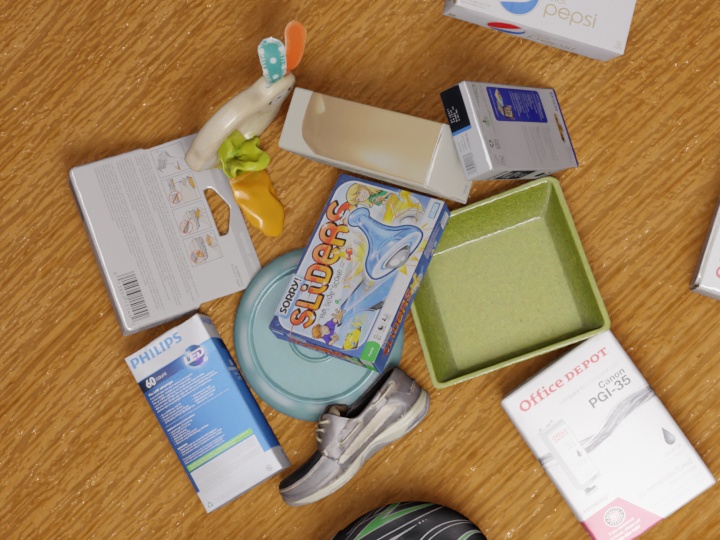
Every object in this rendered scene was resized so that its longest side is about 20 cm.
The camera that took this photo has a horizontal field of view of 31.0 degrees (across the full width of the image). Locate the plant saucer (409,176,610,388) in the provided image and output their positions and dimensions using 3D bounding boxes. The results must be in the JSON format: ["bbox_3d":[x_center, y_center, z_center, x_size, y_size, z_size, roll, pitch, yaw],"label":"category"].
[{"bbox_3d":[0.153,0.019,1.420,0.198,0.048,0.201,-20,61,7],"label":"plant saucer"}]

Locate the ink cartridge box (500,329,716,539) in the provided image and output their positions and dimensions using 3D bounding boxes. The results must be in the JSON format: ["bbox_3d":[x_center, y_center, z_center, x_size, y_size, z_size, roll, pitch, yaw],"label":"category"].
[{"bbox_3d":[0.262,0.181,1.396,0.146,0.083,0.201,-36,81,5],"label":"ink cartridge box"}]

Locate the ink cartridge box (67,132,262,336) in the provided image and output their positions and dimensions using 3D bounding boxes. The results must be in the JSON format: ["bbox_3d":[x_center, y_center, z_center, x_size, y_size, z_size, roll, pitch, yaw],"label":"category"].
[{"bbox_3d":[-0.226,-0.046,1.514,0.175,0.045,0.202,-18,82,-18],"label":"ink cartridge box"}]

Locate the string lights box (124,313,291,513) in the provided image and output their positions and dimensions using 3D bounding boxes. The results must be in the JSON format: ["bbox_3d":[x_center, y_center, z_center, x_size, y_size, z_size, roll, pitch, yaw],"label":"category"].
[{"bbox_3d":[-0.174,0.162,1.481,0.102,0.059,0.201,-30,81,5],"label":"string lights box"}]

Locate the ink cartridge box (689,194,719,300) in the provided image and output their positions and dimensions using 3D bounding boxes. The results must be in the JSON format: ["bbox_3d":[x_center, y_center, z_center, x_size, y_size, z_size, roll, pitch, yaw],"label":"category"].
[{"bbox_3d":[0.468,-0.017,1.376,0.198,0.088,0.147,18,88,8],"label":"ink cartridge box"}]

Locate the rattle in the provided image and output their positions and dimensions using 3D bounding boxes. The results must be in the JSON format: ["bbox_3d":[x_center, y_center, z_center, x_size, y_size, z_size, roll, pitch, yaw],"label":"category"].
[{"bbox_3d":[-0.094,-0.155,1.443,0.200,0.130,0.143,-42,68,23],"label":"rattle"}]

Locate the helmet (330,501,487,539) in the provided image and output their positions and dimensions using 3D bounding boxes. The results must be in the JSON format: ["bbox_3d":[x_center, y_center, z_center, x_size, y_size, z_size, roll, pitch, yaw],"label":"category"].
[{"bbox_3d":[0.049,0.337,1.363,0.198,0.191,0.202,-1,85,9],"label":"helmet"}]

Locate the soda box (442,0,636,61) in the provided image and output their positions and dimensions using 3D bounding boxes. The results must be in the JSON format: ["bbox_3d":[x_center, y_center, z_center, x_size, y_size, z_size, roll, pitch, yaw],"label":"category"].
[{"bbox_3d":[0.196,-0.291,1.422,0.198,0.064,0.069,14,89,-10],"label":"soda box"}]

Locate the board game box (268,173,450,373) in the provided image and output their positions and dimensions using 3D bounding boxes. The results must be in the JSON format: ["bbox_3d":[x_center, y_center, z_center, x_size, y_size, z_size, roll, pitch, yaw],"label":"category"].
[{"bbox_3d":[0.000,0.000,1.430,0.134,0.034,0.201,16,71,24],"label":"board game box"}]

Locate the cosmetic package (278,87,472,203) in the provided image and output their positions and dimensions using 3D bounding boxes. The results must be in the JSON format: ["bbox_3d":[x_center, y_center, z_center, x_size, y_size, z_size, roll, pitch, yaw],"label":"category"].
[{"bbox_3d":[0.022,-0.137,1.418,0.199,0.105,0.072,18,92,30],"label":"cosmetic package"}]

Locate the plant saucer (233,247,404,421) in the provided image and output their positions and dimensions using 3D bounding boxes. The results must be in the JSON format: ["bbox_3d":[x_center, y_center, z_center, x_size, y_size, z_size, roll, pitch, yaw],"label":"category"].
[{"bbox_3d":[-0.049,0.072,1.478,0.198,0.027,0.202,0,86,4],"label":"plant saucer"}]

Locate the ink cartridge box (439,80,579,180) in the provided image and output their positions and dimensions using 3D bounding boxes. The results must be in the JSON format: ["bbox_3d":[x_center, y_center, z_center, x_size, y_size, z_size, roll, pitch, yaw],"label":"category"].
[{"bbox_3d":[0.164,-0.149,1.399,0.039,0.199,0.100,-23,80,36],"label":"ink cartridge box"}]

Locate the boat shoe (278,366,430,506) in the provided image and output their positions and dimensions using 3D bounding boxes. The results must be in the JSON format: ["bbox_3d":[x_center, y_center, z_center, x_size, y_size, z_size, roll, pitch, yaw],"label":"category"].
[{"bbox_3d":[-0.017,0.180,1.441,0.200,0.074,0.074,-38,100,-5],"label":"boat shoe"}]
